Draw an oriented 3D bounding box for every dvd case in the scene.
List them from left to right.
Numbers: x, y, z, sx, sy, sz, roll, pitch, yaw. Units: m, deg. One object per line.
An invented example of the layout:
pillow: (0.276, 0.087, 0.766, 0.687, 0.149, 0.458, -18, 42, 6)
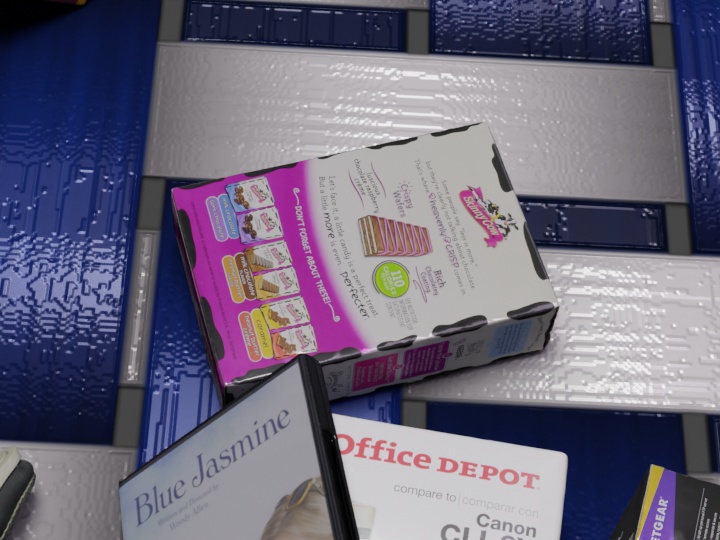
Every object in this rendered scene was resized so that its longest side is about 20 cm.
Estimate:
dvd case: (-0.061, 0.152, 0.777, 0.143, 0.018, 0.200, -36, 41, 21)

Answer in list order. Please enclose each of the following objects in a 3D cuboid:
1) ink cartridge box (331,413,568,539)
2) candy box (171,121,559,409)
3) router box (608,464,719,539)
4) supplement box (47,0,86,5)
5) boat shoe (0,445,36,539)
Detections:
ink cartridge box: (0.022, 0.186, 0.802, 0.145, 0.083, 0.200, 10, 61, 3)
candy box: (0.000, 0.000, 0.917, 0.200, 0.061, 0.136, -13, 62, -9)
router box: (0.191, 0.176, 0.751, 0.157, 0.200, 0.052, 16, 60, 6)
supplement box: (-0.248, -0.237, 0.956, 0.110, 0.086, 0.200, 46, 25, 20)
boat shoe: (-0.221, 0.184, 0.811, 0.068, 0.072, 0.200, 41, 51, -24)
